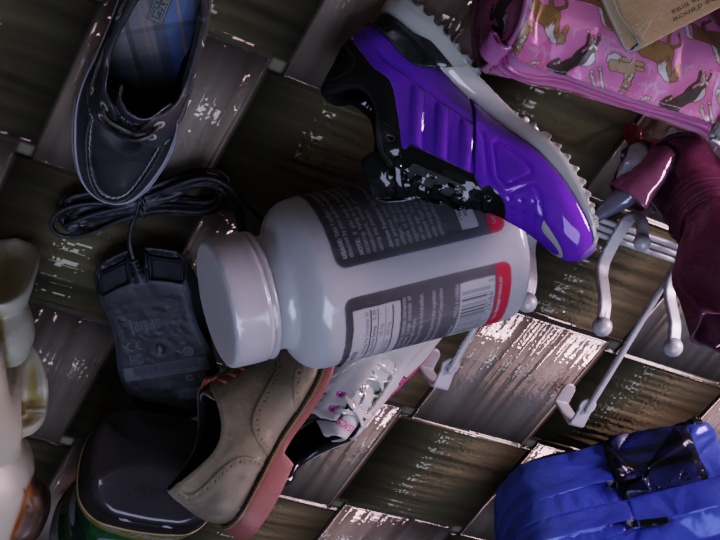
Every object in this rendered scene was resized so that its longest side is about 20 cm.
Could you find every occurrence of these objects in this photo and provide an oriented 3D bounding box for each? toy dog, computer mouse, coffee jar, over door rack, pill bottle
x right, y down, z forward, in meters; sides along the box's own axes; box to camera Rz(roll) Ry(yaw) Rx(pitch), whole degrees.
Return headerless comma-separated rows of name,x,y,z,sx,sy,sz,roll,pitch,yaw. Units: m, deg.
toy dog,-0.268,0.105,0.908,0.138,0.194,0.201,-12,128,-18
computer mouse,-0.121,0.012,0.949,0.139,0.046,0.201,-14,121,7
coffee jar,-0.172,0.176,1.017,0.103,0.086,0.200,12,149,-16
over door rack,0.159,0.042,1.008,0.147,0.067,0.201,17,126,-24
pill bottle,0.000,0.000,0.878,0.198,0.111,0.111,-13,135,-19

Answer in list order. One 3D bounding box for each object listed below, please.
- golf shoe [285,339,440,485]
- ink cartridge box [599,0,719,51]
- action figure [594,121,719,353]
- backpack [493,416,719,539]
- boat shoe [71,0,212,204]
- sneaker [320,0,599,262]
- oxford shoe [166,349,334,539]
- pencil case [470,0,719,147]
golf shoe,-0.001,0.087,1.008,0.200,0.092,0.072,-41,126,22
ink cartridge box,0.195,-0.230,0.712,0.199,0.166,0.075,-26,134,13
action figure,0.225,-0.039,0.870,0.133,0.201,0.149,7,131,-36
backpack,0.216,0.232,1.138,0.198,0.168,0.163,-9,127,3
boat shoe,-0.130,-0.113,0.808,0.069,0.066,0.201,21,123,-14
sneaker,0.053,-0.065,0.821,0.099,0.200,0.070,-41,172,-9
oxford shoe,-0.070,0.081,0.937,0.074,0.201,0.070,29,156,-19
pencil case,0.164,-0.140,0.839,0.198,0.087,0.083,14,118,-21
